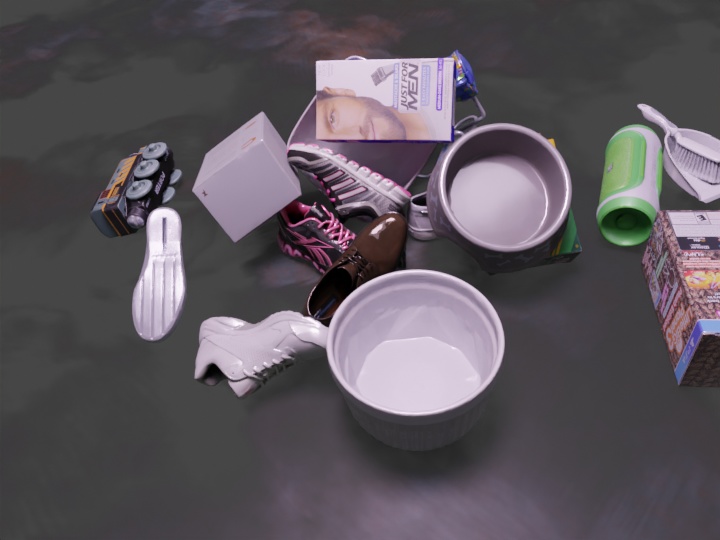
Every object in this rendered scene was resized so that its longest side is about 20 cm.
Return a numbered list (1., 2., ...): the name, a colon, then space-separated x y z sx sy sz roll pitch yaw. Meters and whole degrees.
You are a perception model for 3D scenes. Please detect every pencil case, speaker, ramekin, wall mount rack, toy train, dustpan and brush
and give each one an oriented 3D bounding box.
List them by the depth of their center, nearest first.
1. ramekin: 0.063 0.107 0.689 0.195 0.106 0.203 -4 45 4
2. speaker: 0.400 -0.130 0.884 0.087 0.090 0.202 11 48 18
3. dustpan and brush: 0.510 -0.198 0.942 0.137 0.058 0.201 -20 46 -22
4. pencil case: 0.098 -0.272 0.980 0.198 0.078 0.088 -32 31 16
5. toy train: -0.379 -0.140 1.014 0.111 0.086 0.203 -11 44 11
6. wall mount rack: 0.124 -0.218 1.025 0.172 0.075 0.202 -20 33 39

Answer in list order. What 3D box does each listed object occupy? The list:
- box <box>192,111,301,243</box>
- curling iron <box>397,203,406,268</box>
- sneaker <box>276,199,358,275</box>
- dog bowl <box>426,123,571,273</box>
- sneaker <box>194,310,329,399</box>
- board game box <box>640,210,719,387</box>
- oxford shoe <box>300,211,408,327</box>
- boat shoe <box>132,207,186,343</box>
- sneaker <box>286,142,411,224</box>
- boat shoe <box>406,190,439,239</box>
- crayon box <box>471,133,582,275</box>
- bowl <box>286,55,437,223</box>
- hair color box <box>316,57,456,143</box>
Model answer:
1. box: -0.169 -0.148 0.909 0.123 0.098 0.201 -34 25 8
2. curling iron: 0.056 -0.073 0.913 0.025 0.050 0.202 -2 41 5
3. sneaker: -0.049 -0.049 0.865 0.197 0.097 0.079 23 51 25
4. dog bowl: 0.186 -0.102 0.791 0.195 0.059 0.205 0 74 2
5. sneaker: -0.119 0.112 0.736 0.196 0.078 0.101 -8 54 23
6. board game box: 0.449 0.029 0.714 0.155 0.098 0.203 1 46 9
7. oxford shoe: 0.000 0.000 0.780 0.072 0.085 0.201 37 77 5
8. boat shoe: -0.280 0.011 0.859 0.070 0.071 0.204 3 65 -7
9. sneaker: -0.028 -0.117 0.876 0.197 0.074 0.089 26 95 2
10. boat shoe: 0.162 -0.109 0.910 0.195 0.069 0.073 -12 45 -4
11. crayon box: 0.224 -0.106 0.847 0.124 0.051 0.205 -9 74 -1
12. bowl: 0.010 -0.201 0.932 0.199 0.201 0.075 41 15 6
13. hair color box: 0.036 -0.240 0.852 0.195 0.112 0.065 3 10 14
